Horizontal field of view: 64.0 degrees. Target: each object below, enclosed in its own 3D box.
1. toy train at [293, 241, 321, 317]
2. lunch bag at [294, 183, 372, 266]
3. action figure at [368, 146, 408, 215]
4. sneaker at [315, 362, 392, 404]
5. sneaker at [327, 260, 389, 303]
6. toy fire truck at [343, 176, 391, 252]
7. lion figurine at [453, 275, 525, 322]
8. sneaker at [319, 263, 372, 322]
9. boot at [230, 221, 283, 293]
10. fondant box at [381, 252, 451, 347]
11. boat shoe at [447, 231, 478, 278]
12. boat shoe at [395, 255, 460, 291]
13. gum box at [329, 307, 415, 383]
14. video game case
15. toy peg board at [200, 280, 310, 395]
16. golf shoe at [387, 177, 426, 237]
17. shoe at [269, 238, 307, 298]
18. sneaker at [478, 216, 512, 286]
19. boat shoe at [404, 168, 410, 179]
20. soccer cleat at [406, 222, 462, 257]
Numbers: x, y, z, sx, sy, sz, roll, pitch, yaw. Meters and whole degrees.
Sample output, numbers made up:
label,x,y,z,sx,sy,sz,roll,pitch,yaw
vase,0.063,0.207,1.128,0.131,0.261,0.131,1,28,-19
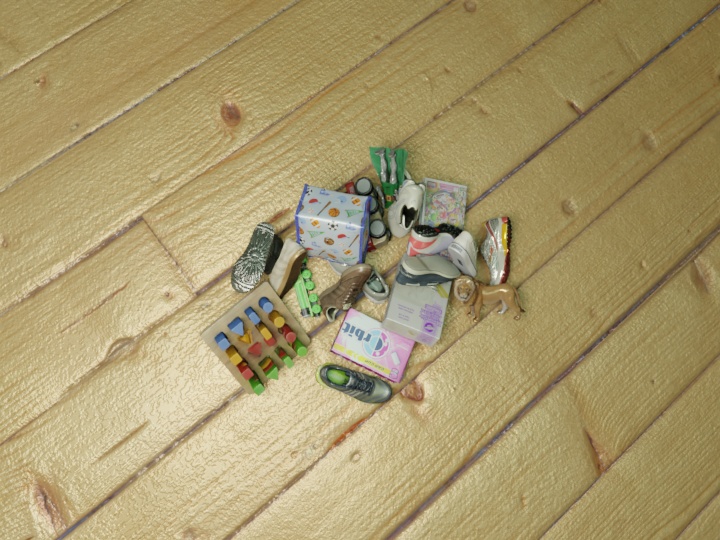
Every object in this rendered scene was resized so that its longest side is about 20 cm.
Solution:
label,x,y,z,sx,sy,sz,roll,pitch,yaw
toy train,-0.148,0.026,1.463,0.055,0.042,0.205,-16,83,-1
lunch bag,-0.062,-0.092,1.364,0.166,0.202,0.126,12,54,7
action figure,0.077,-0.213,1.481,0.116,0.204,0.055,18,43,35
sneaker,-0.015,0.280,1.414,0.195,0.081,0.076,15,78,-5
sneaker,0.000,0.000,1.460,0.199,0.092,0.076,38,76,0
toy fire truck,-0.039,-0.127,1.476,0.196,0.129,0.180,-20,77,9
lion figurine,0.334,0.065,1.481,0.195,0.073,0.125,-5,111,-8
sneaker,-0.028,0.056,1.401,0.069,0.200,0.077,2,61,-37
boot,-0.240,-0.019,1.374,0.071,0.200,0.185,28,78,-2
fondant box,0.146,0.073,1.453,0.141,0.059,0.203,21,58,-5
boat shoe,0.270,-0.042,1.455,0.070,0.200,0.070,34,83,28
boat shoe,0.168,0.010,1.419,0.197,0.062,0.075,-3,44,-44
gum box,0.034,0.191,1.444,0.197,0.066,0.115,26,77,-3
video game case,0.214,-0.129,1.508,0.140,0.018,0.206,5,90,-31
toy peg board,-0.233,0.171,1.352,0.199,0.097,0.201,-39,115,-12
golf shoe,0.106,-0.132,1.433,0.076,0.202,0.099,11,55,-1
shoe,-0.182,0.002,1.392,0.053,0.201,0.070,40,44,10
sneaker,0.357,-0.040,1.536,0.080,0.077,0.206,2,86,26
boat shoe,0.126,-0.199,1.528,0.065,0.075,0.201,-31,100,12
soccer cleat,0.195,-0.073,1.461,0.197,0.074,0.068,-4,39,-41
